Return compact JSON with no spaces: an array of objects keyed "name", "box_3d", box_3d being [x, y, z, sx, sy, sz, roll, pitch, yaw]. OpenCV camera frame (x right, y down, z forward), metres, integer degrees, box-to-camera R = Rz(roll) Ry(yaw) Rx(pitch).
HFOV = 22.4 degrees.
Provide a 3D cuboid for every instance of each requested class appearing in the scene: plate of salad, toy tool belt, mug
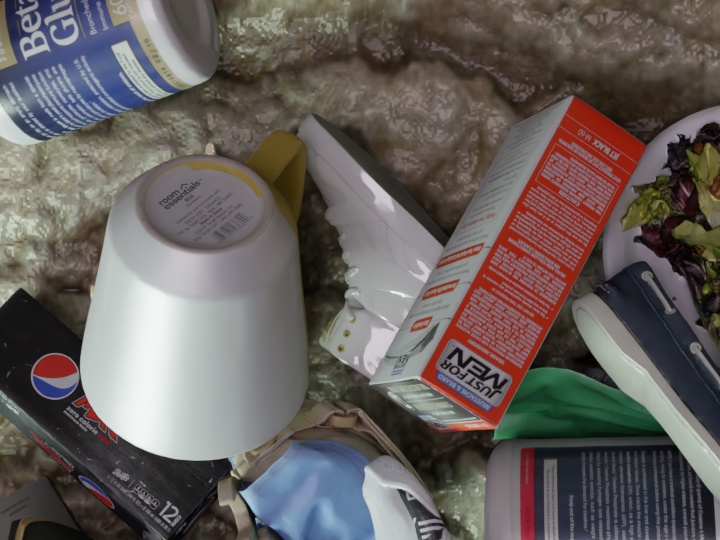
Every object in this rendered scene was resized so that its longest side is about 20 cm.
[{"name":"plate of salad","box_3d":[0.251,-0.012,1.140,0.198,0.048,0.202,-1,78,4]},{"name":"toy tool belt","box_3d":[-0.040,0.145,1.192,0.125,0.123,0.200,-43,117,15]},{"name":"mug","box_3d":[-0.101,-0.002,1.134,0.148,0.188,0.154,-1,138,-8]}]

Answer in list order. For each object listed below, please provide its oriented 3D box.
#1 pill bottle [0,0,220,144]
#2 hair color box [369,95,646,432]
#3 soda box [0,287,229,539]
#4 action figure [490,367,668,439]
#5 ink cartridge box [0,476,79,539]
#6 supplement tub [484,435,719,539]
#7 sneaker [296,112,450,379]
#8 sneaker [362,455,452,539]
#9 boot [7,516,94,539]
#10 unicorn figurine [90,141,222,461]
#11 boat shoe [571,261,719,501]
[{"name":"pill bottle","box_3d":[-0.205,-0.151,1.237,0.198,0.111,0.112,-18,93,17]},{"name":"hair color box","box_3d":[0.090,-0.001,1.133,0.064,0.111,0.201,33,77,-10]},{"name":"soda box","box_3d":[-0.188,0.107,1.281,0.200,0.063,0.071,40,69,7]},{"name":"action figure","box_3d":[0.188,0.083,1.178,0.198,0.118,0.055,5,71,-1]},{"name":"ink cartridge box","box_3d":[-0.244,0.275,1.299,0.128,0.125,0.201,-32,89,17]},{"name":"supplement tub","box_3d":[0.181,0.176,1.157,0.198,0.140,0.142,-2,97,8]},{"name":"sneaker","box_3d":[0.000,0.000,1.223,0.115,0.074,0.200,-42,87,13]},{"name":"sneaker","box_3d":[0.017,0.220,1.120,0.114,0.075,0.201,-23,71,-4]},{"name":"boot","box_3d":[-0.131,0.214,1.240,0.138,0.078,0.200,-21,136,28]},{"name":"unicorn figurine","box_3d":[-0.112,0.025,1.253,0.137,0.074,0.201,30,98,-2]},{"name":"boat shoe","box_3d":[0.207,0.079,1.083,0.062,0.075,0.200,-33,61,-10]}]
